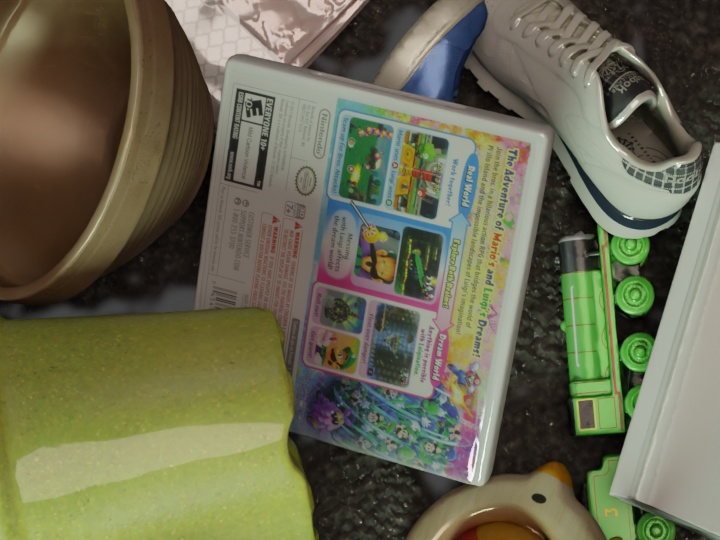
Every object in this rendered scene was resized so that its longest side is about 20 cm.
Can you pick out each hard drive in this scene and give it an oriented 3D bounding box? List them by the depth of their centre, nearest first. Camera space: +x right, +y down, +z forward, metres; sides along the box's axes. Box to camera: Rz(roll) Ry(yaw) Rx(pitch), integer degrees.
[{"bbox_3d":[0.212,0.047,1.064,0.131,0.026,0.202,26,78,-41],"label":"hard drive"}]

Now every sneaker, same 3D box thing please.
[{"bbox_3d":[0.041,-0.051,1.068,0.111,0.077,0.201,33,92,6],"label":"sneaker"},{"bbox_3d":[0.122,-0.115,1.077,0.076,0.081,0.200,-36,74,-17],"label":"sneaker"}]

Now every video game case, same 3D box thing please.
[{"bbox_3d":[0.000,0.000,1.027,0.181,0.024,0.202,14,109,15],"label":"video game case"}]

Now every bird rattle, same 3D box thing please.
[{"bbox_3d":[0.081,0.197,1.046,0.199,0.112,0.164,-30,60,20],"label":"bird rattle"}]

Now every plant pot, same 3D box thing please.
[{"bbox_3d":[-0.121,0.098,0.979,0.182,0.200,0.202,-11,83,-3],"label":"plant pot"},{"bbox_3d":[-0.144,-0.078,1.037,0.092,0.200,0.203,11,79,-41],"label":"plant pot"}]

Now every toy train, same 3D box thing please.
[{"bbox_3d":[0.144,0.068,1.088,0.056,0.042,0.202,-5,82,6],"label":"toy train"}]

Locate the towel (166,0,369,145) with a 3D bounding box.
[{"bbox_3d":[-0.088,-0.204,1.112,0.200,0.032,0.191,42,81,1],"label":"towel"}]
